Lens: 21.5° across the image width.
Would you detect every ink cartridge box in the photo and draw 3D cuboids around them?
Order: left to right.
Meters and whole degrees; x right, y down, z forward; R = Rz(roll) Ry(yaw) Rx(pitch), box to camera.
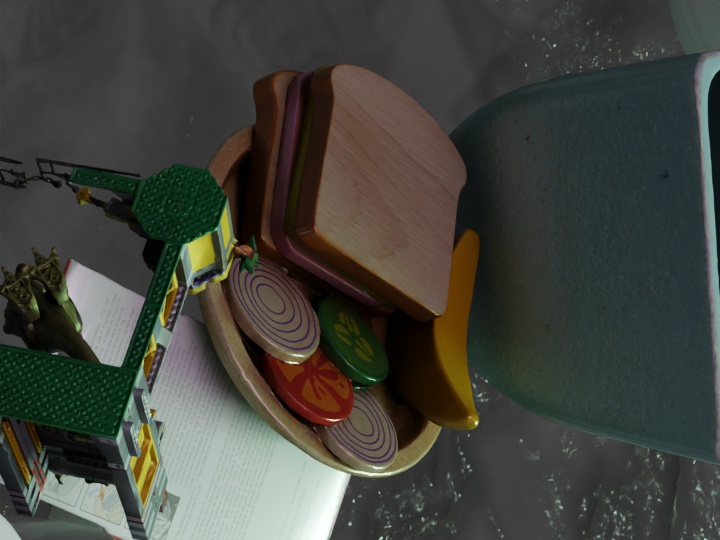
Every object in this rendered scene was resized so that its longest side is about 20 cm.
[{"bbox_3d":[-0.091,0.080,0.896,0.200,0.050,0.109,31,72,-39],"label":"ink cartridge box"}]

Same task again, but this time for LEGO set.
[{"bbox_3d":[-0.143,0.028,0.778,0.116,0.199,0.154,87,7,-59],"label":"LEGO set"}]

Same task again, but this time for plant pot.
[{"bbox_3d":[0.153,-0.020,1.015,0.196,0.200,0.197,-13,101,-47],"label":"plant pot"}]

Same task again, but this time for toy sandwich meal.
[{"bbox_3d":[0.000,0.000,0.927,0.205,0.070,0.206,31,46,-39],"label":"toy sandwich meal"}]

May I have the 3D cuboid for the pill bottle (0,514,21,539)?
[{"bbox_3d":[-0.216,0.121,0.665,0.109,0.200,0.110,7,82,-55],"label":"pill bottle"}]

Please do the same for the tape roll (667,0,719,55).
[{"bbox_3d":[0.305,-0.186,1.156,0.139,0.202,0.203,-14,102,-43],"label":"tape roll"}]

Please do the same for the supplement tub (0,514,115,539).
[{"bbox_3d":[-0.169,0.205,0.773,0.132,0.132,0.201,4,90,-44],"label":"supplement tub"}]
